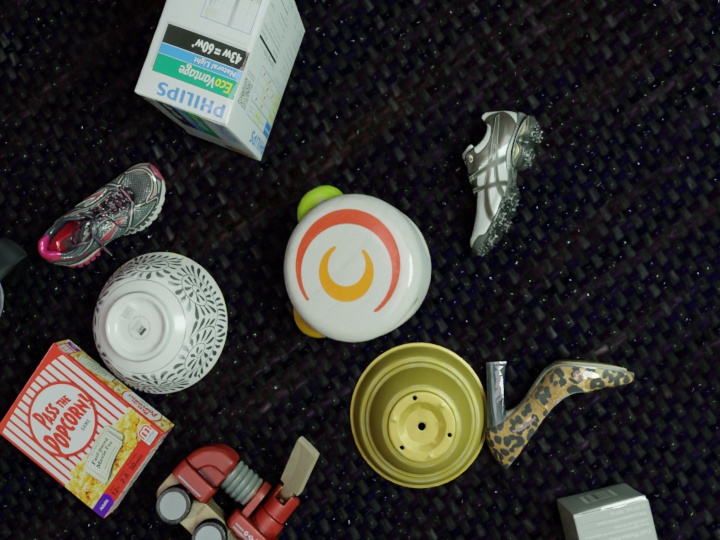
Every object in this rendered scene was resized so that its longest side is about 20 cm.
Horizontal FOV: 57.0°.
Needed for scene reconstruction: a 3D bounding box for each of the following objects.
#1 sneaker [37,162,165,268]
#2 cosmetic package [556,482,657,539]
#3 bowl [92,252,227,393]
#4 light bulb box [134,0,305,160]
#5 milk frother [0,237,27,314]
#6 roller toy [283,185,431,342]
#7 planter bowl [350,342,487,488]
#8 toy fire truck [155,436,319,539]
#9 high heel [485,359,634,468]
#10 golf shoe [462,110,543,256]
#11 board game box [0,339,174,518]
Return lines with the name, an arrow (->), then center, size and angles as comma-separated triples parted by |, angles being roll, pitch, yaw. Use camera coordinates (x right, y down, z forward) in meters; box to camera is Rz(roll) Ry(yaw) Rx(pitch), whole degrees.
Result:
sneaker -> -0.357, -0.073, 0.929 | 0.199, 0.075, 0.081 | -41, 88, 0
cosmetic package -> 0.342, 0.402, 0.883 | 0.105, 0.090, 0.204 | -15, 85, -1
bowl -> -0.290, 0.074, 0.913 | 0.196, 0.094, 0.205 | 0, 89, 2
light bulb box -> -0.171, -0.276, 0.863 | 0.123, 0.198, 0.204 | 19, 89, 5
milk frother -> -0.559, 0.018, 0.861 | 0.198, 0.187, 0.183 | 26, 61, -21
roller toy -> 0.000, 0.000, 0.879 | 0.179, 0.140, 0.204 | 10, 92, 13
planter bowl -> 0.081, 0.204, 0.900 | 0.196, 0.083, 0.205 | 0, 89, 3
toy fire truck -> -0.154, 0.291, 0.898 | 0.176, 0.129, 0.200 | 42, 79, 3
high heel -> 0.267, 0.194, 0.894 | 0.196, 0.071, 0.146 | -3, 84, 17
golf shoe -> 0.177, -0.122, 0.916 | 0.093, 0.078, 0.203 | 20, 88, 20
board game box -> -0.386, 0.221, 0.933 | 0.199, 0.046, 0.153 | 36, 95, 3
